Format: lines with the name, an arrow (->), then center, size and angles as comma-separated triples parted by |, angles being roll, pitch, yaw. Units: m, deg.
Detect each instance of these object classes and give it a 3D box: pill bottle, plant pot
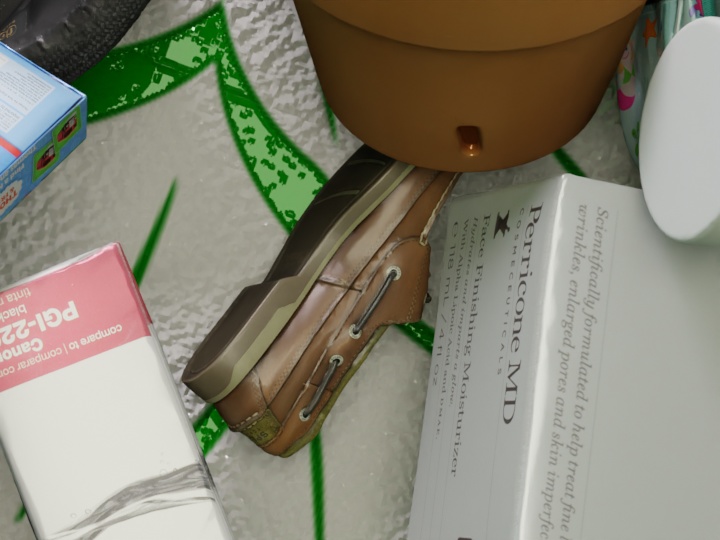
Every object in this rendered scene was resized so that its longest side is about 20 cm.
pill bottle -> 0.229, -0.050, 1.027 | 0.199, 0.113, 0.114 | 6, 82, -21
plant pot -> 0.048, -0.141, 1.103 | 0.199, 0.140, 0.200 | 1, 45, -1

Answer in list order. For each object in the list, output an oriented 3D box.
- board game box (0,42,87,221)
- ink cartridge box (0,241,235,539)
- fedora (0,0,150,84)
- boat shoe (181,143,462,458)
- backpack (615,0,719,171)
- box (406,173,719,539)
board game box -> -0.238, -0.042, 1.024 | 0.151, 0.037, 0.200 | 33, 57, 16
ink cartridge box -> -0.110, 0.102, 1.092 | 0.085, 0.146, 0.201 | -23, 85, -8
fedora -> -0.168, -0.172, 1.136 | 0.200, 0.092, 0.201 | 1, 97, 11
boat shoe -> 0.000, 0.000, 1.160 | 0.068, 0.072, 0.200 | 43, 81, -14
backpack -> 0.214, -0.120, 1.152 | 0.177, 0.151, 0.201 | 5, 88, -16
box -> 0.140, 0.072, 1.105 | 0.199, 0.131, 0.200 | 11, 82, -21
